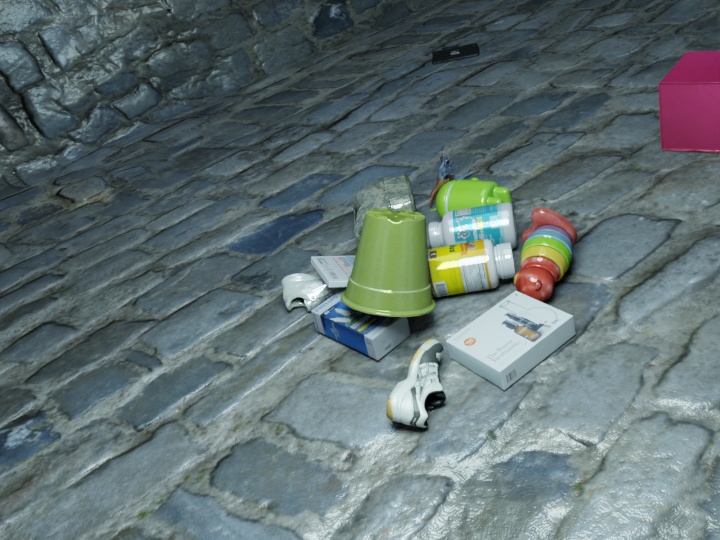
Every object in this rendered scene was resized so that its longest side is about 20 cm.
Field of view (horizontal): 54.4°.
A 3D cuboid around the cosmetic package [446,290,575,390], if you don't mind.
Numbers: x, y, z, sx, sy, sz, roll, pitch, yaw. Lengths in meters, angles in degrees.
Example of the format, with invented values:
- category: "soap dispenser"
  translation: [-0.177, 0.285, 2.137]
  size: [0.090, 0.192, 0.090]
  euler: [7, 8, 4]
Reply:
- category: "cosmetic package"
  translation: [0.290, 0.130, 1.359]
  size: [0.200, 0.052, 0.151]
  euler: [-32, 32, -23]

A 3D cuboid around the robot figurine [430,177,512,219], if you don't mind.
- category: "robot figurine"
  translation: [0.278, -0.170, 1.767]
  size: [0.200, 0.116, 0.175]
  euler: [7, 47, 34]

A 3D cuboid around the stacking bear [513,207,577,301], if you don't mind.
- category: "stacking bear"
  translation: [0.385, -0.016, 1.491]
  size: [0.114, 0.121, 0.200]
  euler: [22, 53, 10]

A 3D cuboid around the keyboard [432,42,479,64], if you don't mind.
- category: "keyboard"
  translation: [0.404, -0.915, 2.966]
  size: [0.200, 0.040, 0.104]
  euler: [-5, 57, 16]

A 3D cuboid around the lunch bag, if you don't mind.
- category: "lunch bag"
  translation: [0.061, -0.148, 1.816]
  size: [0.168, 0.139, 0.200]
  euler: [-13, 31, 6]

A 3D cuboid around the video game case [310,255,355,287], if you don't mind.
- category: "video game case"
  translation: [0.000, 0.000, 1.620]
  size: [0.200, 0.018, 0.143]
  euler: [-2, 24, -21]

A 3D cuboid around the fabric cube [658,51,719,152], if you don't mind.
- category: "fabric cube"
  translation: [0.905, -0.435, 1.806]
  size: [0.200, 0.196, 0.199]
  euler: [13, 42, 39]

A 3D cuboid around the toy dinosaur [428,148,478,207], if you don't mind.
- category: "toy dinosaur"
  translation: [0.233, -0.278, 1.995]
  size: [0.200, 0.105, 0.181]
  euler: [-34, 13, -4]

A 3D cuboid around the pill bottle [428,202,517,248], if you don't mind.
- category: "pill bottle"
  translation: [0.266, -0.093, 1.660]
  size: [0.200, 0.111, 0.111]
  euler: [-8, 33, 15]

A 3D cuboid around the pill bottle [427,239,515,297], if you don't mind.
- category: "pill bottle"
  translation: [0.235, -0.007, 1.541]
  size: [0.200, 0.109, 0.109]
  euler: [-10, 32, 12]

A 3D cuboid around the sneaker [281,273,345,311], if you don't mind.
- category: "sneaker"
  translation: [-0.088, 0.051, 1.663]
  size: [0.200, 0.075, 0.100]
  euler: [-9, 57, 7]

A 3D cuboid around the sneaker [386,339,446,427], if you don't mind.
- category: "sneaker"
  translation: [0.124, 0.214, 1.303]
  size: [0.088, 0.076, 0.200]
  euler: [17, 46, 20]

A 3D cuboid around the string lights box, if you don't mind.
- category: "string lights box"
  translation: [-0.002, 0.113, 1.512]
  size: [0.103, 0.059, 0.200]
  euler: [-35, 36, -31]

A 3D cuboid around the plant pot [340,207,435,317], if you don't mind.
- category: "plant pot"
  translation: [0.065, -0.026, 1.443]
  size: [0.200, 0.190, 0.200]
  euler: [4, 14, -1]

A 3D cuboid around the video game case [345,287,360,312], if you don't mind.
- category: "video game case"
  translation: [0.044, 0.055, 1.533]
  size: [0.143, 0.019, 0.200]
  euler: [3, 16, -6]
